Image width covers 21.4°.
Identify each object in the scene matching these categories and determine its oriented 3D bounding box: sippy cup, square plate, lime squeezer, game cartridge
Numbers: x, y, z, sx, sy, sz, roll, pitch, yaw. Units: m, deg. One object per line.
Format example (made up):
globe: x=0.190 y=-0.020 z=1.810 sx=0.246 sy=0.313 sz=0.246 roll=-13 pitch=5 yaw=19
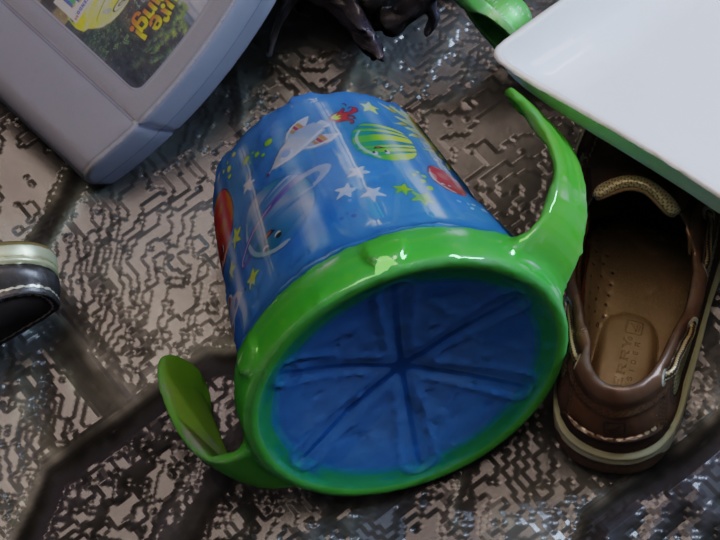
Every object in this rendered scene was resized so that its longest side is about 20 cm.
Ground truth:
sippy cup: x=0.000 y=0.000 z=0.782 sx=0.177 sy=0.140 sz=0.131 roll=-13 pitch=48 yaw=-11
square plate: x=0.181 y=-0.071 z=0.808 sx=0.198 sy=0.028 sz=0.200 roll=35 pitch=45 yaw=16
lime squeezer: x=0.082 y=-0.120 z=0.854 sx=0.200 sy=0.071 sz=0.038 roll=3 pitch=40 yaw=-37
game cartridge: x=-0.099 y=-0.146 z=0.867 sx=0.133 sy=0.041 sz=0.200 roll=40 pitch=106 yaw=19

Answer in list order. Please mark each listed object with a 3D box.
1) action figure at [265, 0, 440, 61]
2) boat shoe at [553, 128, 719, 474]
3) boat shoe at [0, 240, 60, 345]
action figure: x=0.036 y=-0.172 z=0.886 sx=0.200 sy=0.102 sz=0.119 roll=-21 pitch=45 yaw=-5
boat shoe: x=0.122 y=-0.019 z=0.801 sx=0.074 sy=0.075 sz=0.203 roll=3 pitch=60 yaw=9
boat shoe: x=-0.215 y=0.052 z=0.812 sx=0.200 sy=0.072 sz=0.066 roll=-23 pitch=68 yaw=-3
